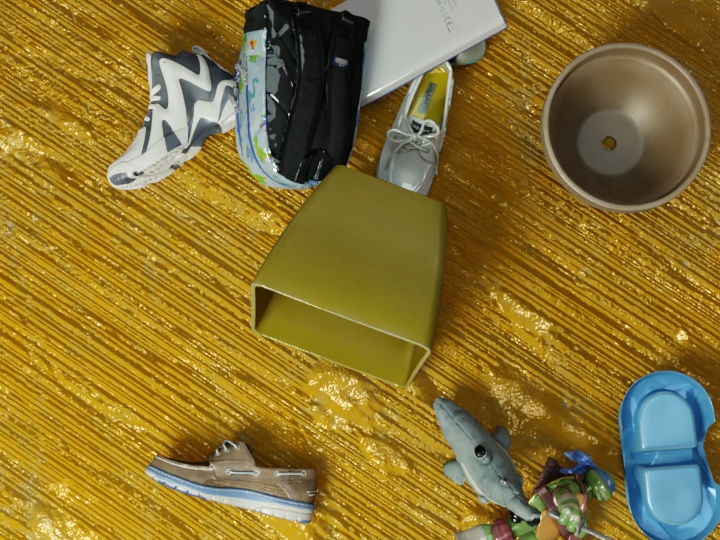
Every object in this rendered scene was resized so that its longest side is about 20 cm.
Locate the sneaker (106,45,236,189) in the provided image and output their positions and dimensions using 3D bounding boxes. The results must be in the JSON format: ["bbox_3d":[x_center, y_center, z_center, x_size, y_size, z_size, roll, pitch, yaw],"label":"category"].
[{"bbox_3d":[-0.242,-0.195,1.280,0.199,0.079,0.130,-37,84,-6],"label":"sneaker"}]

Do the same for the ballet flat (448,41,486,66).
[{"bbox_3d":[0.110,-0.350,1.327,0.063,0.067,0.201,-9,83,-31],"label":"ballet flat"}]

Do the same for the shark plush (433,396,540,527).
[{"bbox_3d":[0.135,0.224,1.192,0.091,0.200,0.083,-26,124,5],"label":"shark plush"}]

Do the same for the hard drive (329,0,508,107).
[{"bbox_3d":[0.063,-0.300,1.279,0.199,0.025,0.132,-26,71,19],"label":"hard drive"}]

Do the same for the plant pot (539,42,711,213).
[{"bbox_3d":[0.309,-0.163,1.284,0.200,0.093,0.202,0,82,-2],"label":"plant pot"}]

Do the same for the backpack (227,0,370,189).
[{"bbox_3d":[-0.073,-0.194,1.243,0.163,0.153,0.201,-2,83,-39],"label":"backpack"}]

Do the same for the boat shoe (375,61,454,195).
[{"bbox_3d":[0.071,-0.163,1.280,0.074,0.086,0.203,20,82,1],"label":"boat shoe"}]

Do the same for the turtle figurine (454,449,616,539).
[{"bbox_3d":[0.219,0.315,1.191,0.193,0.144,0.201,-26,73,2],"label":"turtle figurine"}]

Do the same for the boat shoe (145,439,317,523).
[{"bbox_3d":[-0.146,0.235,1.236,0.199,0.072,0.073,16,77,-9],"label":"boat shoe"}]

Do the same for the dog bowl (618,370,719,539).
[{"bbox_3d":[0.360,0.220,1.258,0.111,0.050,0.201,-4,82,-2],"label":"dog bowl"}]

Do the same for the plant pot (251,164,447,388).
[{"bbox_3d":[0.000,0.000,1.212,0.199,0.200,0.177,20,72,1],"label":"plant pot"}]
